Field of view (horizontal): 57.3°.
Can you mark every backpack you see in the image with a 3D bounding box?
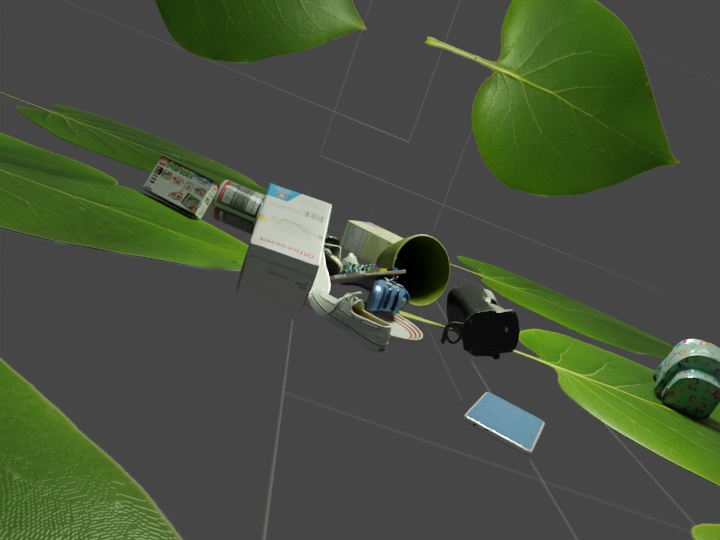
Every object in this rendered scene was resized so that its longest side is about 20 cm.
[{"bbox_3d":[0.946,0.304,1.869,0.174,0.204,0.151,23,31,6],"label":"backpack"}]

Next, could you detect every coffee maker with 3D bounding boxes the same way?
[{"bbox_3d":[0.277,0.116,1.638,0.187,0.138,0.200,18,12,-13],"label":"coffee maker"}]

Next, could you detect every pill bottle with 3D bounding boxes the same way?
[{"bbox_3d":[-0.311,-0.166,1.861,0.195,0.119,0.116,23,12,2],"label":"pill bottle"}]

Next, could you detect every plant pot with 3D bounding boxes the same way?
[{"bbox_3d":[0.124,-0.008,1.862,0.183,0.193,0.199,15,-2,-25],"label":"plant pot"}]

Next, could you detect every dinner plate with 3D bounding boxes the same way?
[{"bbox_3d":[0.048,0.117,1.490,0.195,0.025,0.201,21,13,-5],"label":"dinner plate"}]

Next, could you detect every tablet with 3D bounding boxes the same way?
[{"bbox_3d":[0.267,0.276,1.208,0.128,0.014,0.199,26,12,19],"label":"tablet"}]

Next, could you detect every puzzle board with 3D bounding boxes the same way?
[{"bbox_3d":[-0.011,0.014,1.571,0.197,0.018,0.148,-10,-5,43],"label":"puzzle board"}]

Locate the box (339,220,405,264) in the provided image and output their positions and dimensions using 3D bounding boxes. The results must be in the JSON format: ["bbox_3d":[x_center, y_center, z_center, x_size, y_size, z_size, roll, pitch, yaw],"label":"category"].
[{"bbox_3d":[0.058,-0.082,2.210,0.197,0.099,0.175,28,13,23],"label":"box"}]

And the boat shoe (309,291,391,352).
[{"bbox_3d":[-0.017,0.078,1.351,0.200,0.088,0.074,34,22,27],"label":"boat shoe"}]

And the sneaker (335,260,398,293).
[{"bbox_3d":[0.000,0.000,1.714,0.195,0.088,0.076,19,49,-13],"label":"sneaker"}]

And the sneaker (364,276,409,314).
[{"bbox_3d":[0.065,0.061,1.539,0.081,0.076,0.200,26,13,13],"label":"sneaker"}]

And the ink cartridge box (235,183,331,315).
[{"bbox_3d":[-0.156,-0.045,1.360,0.143,0.147,0.203,18,41,-8],"label":"ink cartridge box"}]

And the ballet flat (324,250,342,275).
[{"bbox_3d":[-0.111,-0.039,1.607,0.197,0.068,0.056,22,36,40],"label":"ballet flat"}]

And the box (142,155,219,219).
[{"bbox_3d":[-0.496,-0.231,1.822,0.196,0.112,0.035,26,-11,20],"label":"box"}]

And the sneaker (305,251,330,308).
[{"bbox_3d":[-0.126,0.025,1.499,0.074,0.105,0.204,24,39,-29],"label":"sneaker"}]

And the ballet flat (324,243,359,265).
[{"bbox_3d":[-0.056,-0.026,1.792,0.196,0.075,0.073,27,12,6],"label":"ballet flat"}]

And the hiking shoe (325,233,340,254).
[{"bbox_3d":[-0.158,-0.102,2.003,0.197,0.076,0.086,27,0,-29],"label":"hiking shoe"}]
